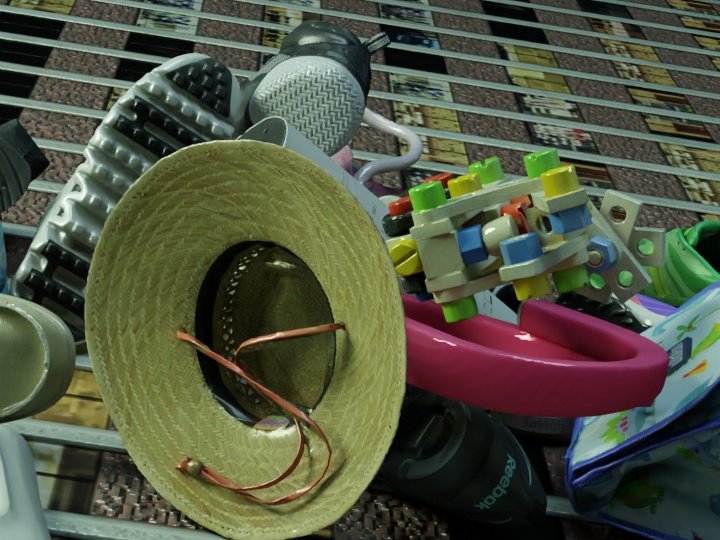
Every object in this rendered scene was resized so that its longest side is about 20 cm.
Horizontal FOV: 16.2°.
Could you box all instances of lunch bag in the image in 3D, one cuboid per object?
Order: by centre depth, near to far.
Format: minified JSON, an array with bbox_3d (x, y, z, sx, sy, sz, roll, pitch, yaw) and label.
[{"bbox_3d":[0.217,0.085,1.400,0.200,0.128,0.170,-3,19,10],"label":"lunch bag"}]

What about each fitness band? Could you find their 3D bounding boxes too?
[{"bbox_3d":[0.073,0.041,1.333,0.143,0.038,0.200,4,9,-36],"label":"fitness band"}]

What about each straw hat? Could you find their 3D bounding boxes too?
[{"bbox_3d":[-0.040,0.031,1.285,0.201,0.201,0.085,18,14,27],"label":"straw hat"}]

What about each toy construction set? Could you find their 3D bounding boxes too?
[{"bbox_3d":[0.087,-0.023,1.344,0.131,0.092,0.200,-15,-7,22],"label":"toy construction set"}]

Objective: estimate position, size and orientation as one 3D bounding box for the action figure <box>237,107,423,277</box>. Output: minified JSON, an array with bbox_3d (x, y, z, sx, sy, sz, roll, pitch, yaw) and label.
[{"bbox_3d":[-0.010,-0.027,1.614,0.134,0.149,0.200,22,5,18],"label":"action figure"}]

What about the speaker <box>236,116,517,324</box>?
[{"bbox_3d":[0.000,0.000,1.448,0.200,0.081,0.081,39,4,-25],"label":"speaker"}]

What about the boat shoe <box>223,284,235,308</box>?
[{"bbox_3d":[-0.114,0.005,1.570,0.075,0.060,0.200,3,17,-20],"label":"boat shoe"}]

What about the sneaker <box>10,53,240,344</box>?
[{"bbox_3d":[-0.149,-0.048,1.532,0.075,0.200,0.081,39,-8,-17],"label":"sneaker"}]

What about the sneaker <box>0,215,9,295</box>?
[{"bbox_3d":[-0.280,-0.002,1.443,0.078,0.090,0.200,20,19,31],"label":"sneaker"}]

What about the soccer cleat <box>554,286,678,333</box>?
[{"bbox_3d":[0.210,0.055,1.588,0.073,0.068,0.200,0,16,-44],"label":"soccer cleat"}]

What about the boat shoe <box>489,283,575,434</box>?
[{"bbox_3d":[0.089,0.038,1.560,0.072,0.069,0.200,6,15,-10],"label":"boat shoe"}]

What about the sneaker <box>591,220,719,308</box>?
[{"bbox_3d":[0.227,0.000,1.746,0.074,0.084,0.200,-6,22,-43],"label":"sneaker"}]

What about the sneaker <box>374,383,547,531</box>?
[{"bbox_3d":[0.033,0.096,1.365,0.079,0.075,0.200,35,-2,-24],"label":"sneaker"}]

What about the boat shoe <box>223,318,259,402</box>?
[{"bbox_3d":[-0.077,0.064,1.413,0.073,0.063,0.200,-1,8,22],"label":"boat shoe"}]

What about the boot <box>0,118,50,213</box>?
[{"bbox_3d":[-0.281,-0.043,1.607,0.165,0.066,0.200,-21,10,-3],"label":"boot"}]

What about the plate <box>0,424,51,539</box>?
[{"bbox_3d":[-0.246,0.102,1.212,0.200,0.032,0.200,5,17,-15],"label":"plate"}]

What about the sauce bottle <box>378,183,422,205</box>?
[{"bbox_3d":[0.052,-0.024,1.588,0.065,0.065,0.200,16,5,22],"label":"sauce bottle"}]

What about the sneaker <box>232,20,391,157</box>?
[{"bbox_3d":[-0.065,-0.095,1.613,0.200,0.076,0.114,-23,17,32],"label":"sneaker"}]

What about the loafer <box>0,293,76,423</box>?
[{"bbox_3d":[-0.250,0.047,1.319,0.200,0.076,0.068,1,5,5],"label":"loafer"}]
